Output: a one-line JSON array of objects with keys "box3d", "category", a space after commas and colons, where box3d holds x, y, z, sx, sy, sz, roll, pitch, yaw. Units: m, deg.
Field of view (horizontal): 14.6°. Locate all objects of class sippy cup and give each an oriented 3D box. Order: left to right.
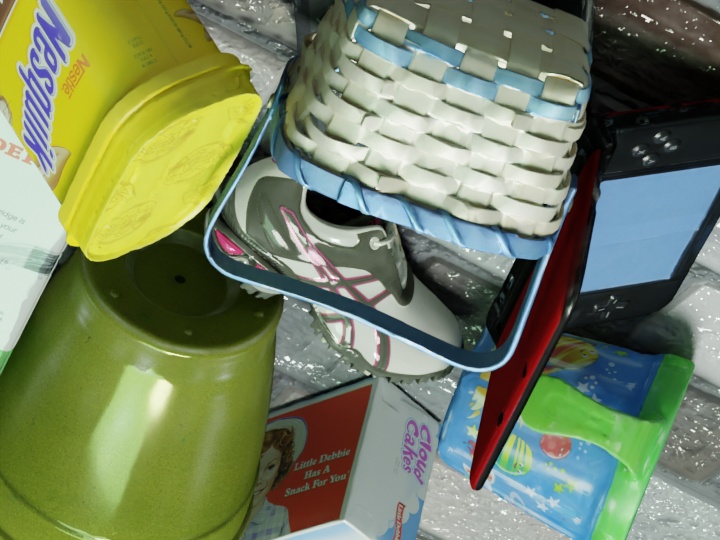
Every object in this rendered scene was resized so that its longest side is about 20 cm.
[{"box3d": [0.122, 0.095, 1.732, 0.130, 0.140, 0.178, 22, 138, 7], "category": "sippy cup"}]

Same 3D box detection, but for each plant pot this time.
[{"box3d": [-0.135, 0.064, 1.753, 0.200, 0.200, 0.193, 20, 133, -6], "category": "plant pot"}]

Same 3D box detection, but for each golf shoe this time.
[{"box3d": [0.000, 0.000, 1.696, 0.200, 0.077, 0.088, 33, 128, -30], "category": "golf shoe"}]

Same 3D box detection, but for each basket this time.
[{"box3d": [0.031, -0.053, 1.453, 0.176, 0.139, 0.200, 22, 115, -8], "category": "basket"}]

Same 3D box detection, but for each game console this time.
[{"box3d": [0.143, 0.014, 1.554, 0.172, 0.119, 0.200, -8, 148, -22], "category": "game console"}]

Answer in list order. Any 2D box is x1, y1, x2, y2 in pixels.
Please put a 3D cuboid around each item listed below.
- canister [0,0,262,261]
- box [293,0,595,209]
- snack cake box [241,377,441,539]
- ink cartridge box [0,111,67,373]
[{"box3d": [-0.150, -0.126, 1.484, 0.200, 0.086, 0.149, 56, 147, 16], "category": "canister"}, {"box3d": [0.047, -0.110, 1.548, 0.159, 0.046, 0.200, 10, 144, 9], "category": "box"}, {"box3d": [-0.047, 0.156, 1.889, 0.200, 0.115, 0.067, -20, 131, 41], "category": "snack cake box"}, {"box3d": [-0.244, -0.041, 1.668, 0.146, 0.083, 0.200, 25, 120, -12], "category": "ink cartridge box"}]
